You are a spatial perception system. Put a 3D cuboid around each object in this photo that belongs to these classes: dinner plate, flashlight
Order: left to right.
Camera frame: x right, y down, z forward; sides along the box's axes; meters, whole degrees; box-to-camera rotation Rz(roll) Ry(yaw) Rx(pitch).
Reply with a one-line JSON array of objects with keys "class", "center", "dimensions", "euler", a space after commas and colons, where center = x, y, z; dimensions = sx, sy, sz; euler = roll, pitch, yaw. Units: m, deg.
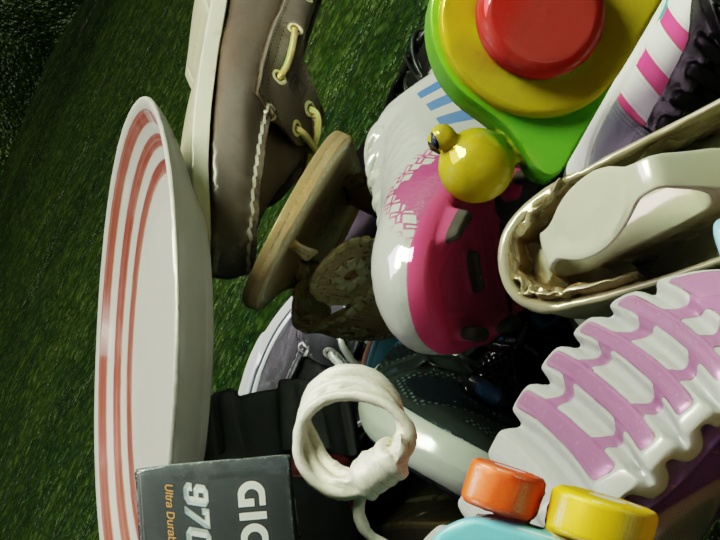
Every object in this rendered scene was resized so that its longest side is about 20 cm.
[{"class": "dinner plate", "center": [-0.078, 0.035, 0.836], "dimensions": [0.200, 0.024, 0.200], "euler": [-177, 90, -77]}, {"class": "flashlight", "center": [-0.020, 0.143, 0.817], "dimensions": [0.068, 0.068, 0.200], "euler": [-43, 50, 53]}]

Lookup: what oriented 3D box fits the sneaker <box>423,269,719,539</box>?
[{"class": "sneaker", "center": [0.077, 0.091, 0.694], "dimensions": [0.200, 0.088, 0.080], "euler": [-51, 24, 10]}]

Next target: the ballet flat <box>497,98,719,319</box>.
[{"class": "ballet flat", "center": [0.122, -0.030, 0.683], "dimensions": [0.200, 0.069, 0.069], "euler": [-27, 36, 40]}]

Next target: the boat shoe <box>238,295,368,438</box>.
[{"class": "boat shoe", "center": [0.005, 0.028, 1.080], "dimensions": [0.200, 0.072, 0.068], "euler": [-54, 15, 8]}]

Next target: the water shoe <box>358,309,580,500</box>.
[{"class": "water shoe", "center": [0.051, 0.028, 0.836], "dimensions": [0.079, 0.071, 0.200], "euler": [-59, 0, 15]}]

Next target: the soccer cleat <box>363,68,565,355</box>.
[{"class": "soccer cleat", "center": [0.031, -0.027, 0.819], "dimensions": [0.200, 0.086, 0.070], "euler": [-51, -46, -54]}]

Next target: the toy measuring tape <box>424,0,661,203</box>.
[{"class": "toy measuring tape", "center": [0.075, -0.114, 0.740], "dimensions": [0.200, 0.074, 0.074], "euler": [-60, 14, -5]}]

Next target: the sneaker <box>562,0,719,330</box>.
[{"class": "sneaker", "center": [0.138, -0.067, 0.769], "dimensions": [0.121, 0.084, 0.200], "euler": [129, 164, -70]}]

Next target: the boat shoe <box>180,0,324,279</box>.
[{"class": "boat shoe", "center": [-0.044, -0.069, 0.926], "dimensions": [0.200, 0.059, 0.072], "euler": [-91, 11, -49]}]

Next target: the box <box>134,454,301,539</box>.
[{"class": "box", "center": [-0.035, 0.149, 0.676], "dimensions": [0.200, 0.046, 0.159], "euler": [94, 171, -77]}]

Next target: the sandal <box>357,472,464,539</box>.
[{"class": "sandal", "center": [0.025, 0.108, 0.896], "dimensions": [0.082, 0.055, 0.200], "euler": [-28, 12, -31]}]

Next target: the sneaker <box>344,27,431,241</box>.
[{"class": "sneaker", "center": [0.039, -0.072, 0.999], "dimensions": [0.076, 0.091, 0.200], "euler": [46, 104, 27]}]

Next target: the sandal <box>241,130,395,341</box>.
[{"class": "sandal", "center": [0.003, -0.005, 0.900], "dimensions": [0.078, 0.070, 0.212], "euler": [-62, -1, 0]}]

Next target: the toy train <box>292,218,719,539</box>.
[{"class": "toy train", "center": [0.090, 0.047, 0.611], "dimensions": [0.200, 0.150, 0.056], "euler": [-25, -12, 13]}]

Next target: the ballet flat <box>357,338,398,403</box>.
[{"class": "ballet flat", "center": [0.069, -0.010, 0.967], "dimensions": [0.200, 0.069, 0.063], "euler": [-57, -12, 13]}]
